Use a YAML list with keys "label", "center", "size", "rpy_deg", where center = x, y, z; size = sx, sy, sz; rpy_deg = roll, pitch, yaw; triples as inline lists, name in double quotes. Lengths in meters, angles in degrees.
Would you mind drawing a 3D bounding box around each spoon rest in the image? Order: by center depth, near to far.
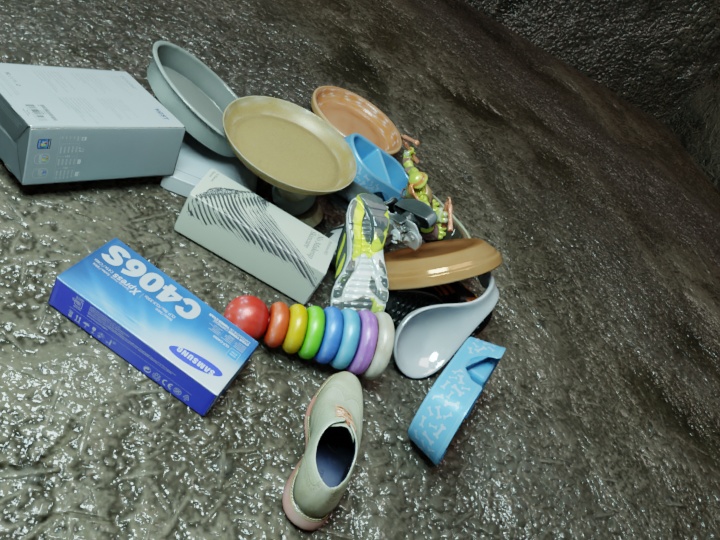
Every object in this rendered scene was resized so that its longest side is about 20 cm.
- label: "spoon rest"
  center: [0.123, 0.068, 0.873]
  size: [0.200, 0.061, 0.100]
  rpy_deg: [-40, 118, -22]

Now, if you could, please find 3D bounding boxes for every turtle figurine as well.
- label: "turtle figurine"
  center: [0.104, -0.111, 1.035]
  size: [0.201, 0.064, 0.161]
  rpy_deg: [64, 2, 29]

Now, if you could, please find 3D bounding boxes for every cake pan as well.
- label: "cake pan"
  center: [-0.228, -0.243, 0.919]
  size: [0.200, 0.037, 0.201]
  rpy_deg: [45, 18, -19]

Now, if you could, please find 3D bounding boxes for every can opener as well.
- label: "can opener"
  center: [0.024, -0.094, 0.933]
  size: [0.200, 0.053, 0.066]
  rpy_deg: [32, 59, 32]

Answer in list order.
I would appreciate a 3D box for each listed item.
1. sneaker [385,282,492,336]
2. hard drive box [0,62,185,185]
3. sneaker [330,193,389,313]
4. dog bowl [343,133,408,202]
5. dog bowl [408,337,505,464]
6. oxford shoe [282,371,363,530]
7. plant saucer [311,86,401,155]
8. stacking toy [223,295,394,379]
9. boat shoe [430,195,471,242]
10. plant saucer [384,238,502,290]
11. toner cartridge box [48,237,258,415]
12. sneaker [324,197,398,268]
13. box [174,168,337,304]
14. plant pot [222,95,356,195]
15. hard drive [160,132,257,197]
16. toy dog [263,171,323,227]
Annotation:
- label: "sneaker"
  center: [0.105, 0.047, 0.960]
  size: [0.199, 0.070, 0.090]
  rpy_deg: [12, 29, -34]
- label: "hard drive box"
  center: [-0.349, -0.185, 0.788]
  size: [0.156, 0.077, 0.199]
  rpy_deg: [42, 34, 26]
- label: "sneaker"
  center: [0.000, 0.000, 0.867]
  size: [0.074, 0.085, 0.201]
  rpy_deg: [12, 78, -8]
- label: "dog bowl"
  center: [0.025, -0.166, 1.089]
  size: [0.200, 0.049, 0.112]
  rpy_deg: [25, 41, -49]
- label: "dog bowl"
  center: [0.120, 0.154, 0.793]
  size: [0.049, 0.112, 0.200]
  rpy_deg: [30, 33, 16]
- label: "oxford shoe"
  center: [-0.022, 0.175, 0.679]
  size: [0.071, 0.074, 0.200]
  rpy_deg: [28, 35, -11]
- label: "plant saucer"
  center: [-0.012, -0.285, 1.247]
  size: [0.199, 0.038, 0.201]
  rpy_deg: [24, 37, -19]
- label: "stacking toy"
  center: [-0.063, 0.070, 0.758]
  size: [0.199, 0.086, 0.086]
  rpy_deg: [15, 39, -17]
- label: "boat shoe"
  center: [0.164, -0.060, 1.131]
  size: [0.076, 0.072, 0.201]
  rpy_deg: [23, 35, -47]
- label: "plant saucer"
  center: [0.104, -0.014, 0.922]
  size: [0.200, 0.199, 0.038]
  rpy_deg: [-23, 105, -52]
- label: "toner cartridge box"
  center: [-0.216, 0.056, 0.675]
  size: [0.200, 0.043, 0.095]
  rpy_deg: [36, 36, -2]
- label: "sneaker"
  center: [0.005, -0.063, 0.979]
  size: [0.074, 0.080, 0.200]
  rpy_deg: [43, 36, 6]
- label: "box"
  center: [-0.136, -0.045, 0.841]
  size: [0.199, 0.068, 0.082]
  rpy_deg: [30, 35, -10]
- label: "plant pot"
  center: [-0.100, -0.171, 0.887]
  size: [0.199, 0.028, 0.201]
  rpy_deg: [20, 40, -18]
- label: "hard drive"
  center: [-0.217, -0.168, 0.951]
  size: [0.131, 0.027, 0.201]
  rpy_deg: [21, 37, -22]
- label: "toy dog"
  center: [-0.109, -0.150, 0.970]
  size: [0.096, 0.132, 0.200]
  rpy_deg: [-5, 33, 7]
